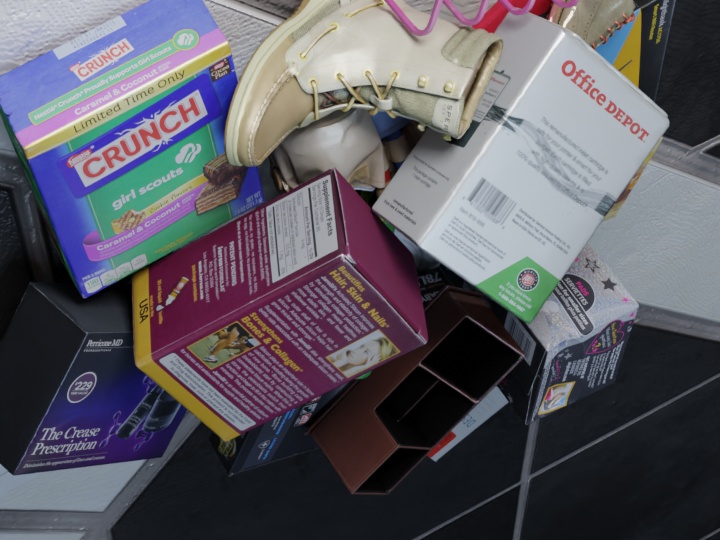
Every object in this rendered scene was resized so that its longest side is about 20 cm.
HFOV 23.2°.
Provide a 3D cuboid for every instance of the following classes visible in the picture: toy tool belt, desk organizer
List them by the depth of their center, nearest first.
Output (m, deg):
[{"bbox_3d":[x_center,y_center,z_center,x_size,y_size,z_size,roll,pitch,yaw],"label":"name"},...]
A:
[{"bbox_3d":[0.018,-0.109,1.437,0.199,0.125,0.124,-27,124,-18],"label":"toy tool belt"},{"bbox_3d":[0.050,0.113,1.607,0.200,0.077,0.072,-47,152,18],"label":"desk organizer"}]

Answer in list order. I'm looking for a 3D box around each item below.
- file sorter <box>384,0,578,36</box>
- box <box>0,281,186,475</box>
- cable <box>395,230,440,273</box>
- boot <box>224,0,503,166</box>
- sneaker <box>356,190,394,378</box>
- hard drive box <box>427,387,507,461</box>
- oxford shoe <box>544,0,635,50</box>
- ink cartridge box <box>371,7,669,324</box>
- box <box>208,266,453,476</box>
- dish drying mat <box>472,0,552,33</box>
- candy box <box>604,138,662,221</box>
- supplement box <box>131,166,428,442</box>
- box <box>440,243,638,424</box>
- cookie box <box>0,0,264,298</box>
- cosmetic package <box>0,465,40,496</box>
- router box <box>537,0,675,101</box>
[{"bbox_3d":[0.107,-0.270,1.317,0.199,0.126,0.140,-16,144,-30],"label":"file sorter"},{"bbox_3d":[-0.219,0.088,1.471,0.199,0.079,0.142,1,120,-59],"label":"box"},{"bbox_3d":[-0.013,-0.008,1.610,0.200,0.069,0.200,-39,149,4],"label":"cable"},{"bbox_3d":[0.003,-0.132,1.305,0.201,0.154,0.072,-54,162,-30],"label":"boot"},{"bbox_3d":[0.000,0.000,1.503,0.083,0.074,0.202,14,93,-49],"label":"sneaker"},{"bbox_3d":[0.111,0.095,1.873,0.200,0.077,0.156,-39,149,6],"label":"hard drive box"},{"bbox_3d":[0.189,-0.207,1.446,0.070,0.074,0.202,-73,179,-86],"label":"oxford shoe"},{"bbox_3d":[0.128,-0.083,1.384,0.146,0.083,0.201,34,93,-36],"label":"ink cartridge box"},{"bbox_3d":[-0.024,0.094,1.632,0.197,0.050,0.201,-12,146,-35],"label":"box"},{"bbox_3d":[0.091,-0.174,1.538,0.200,0.018,0.077,-43,150,10],"label":"dish drying mat"},{"bbox_3d":[0.172,-0.076,1.604,0.199,0.055,0.116,-20,150,-34],"label":"candy box"},{"bbox_3d":[-0.066,0.030,1.392,0.199,0.104,0.131,-26,134,18],"label":"supplement box"},{"bbox_3d":[0.160,0.019,1.694,0.114,0.200,0.133,-24,148,-22],"label":"box"},{"bbox_3d":[-0.171,-0.094,1.324,0.170,0.075,0.201,-29,149,-12],"label":"cookie box"},{"bbox_3d":[-0.358,0.143,1.487,0.150,0.052,0.201,-31,149,-14],"label":"cosmetic package"},{"bbox_3d":[0.206,-0.180,1.595,0.148,0.051,0.200,-31,156,-12],"label":"router box"}]
